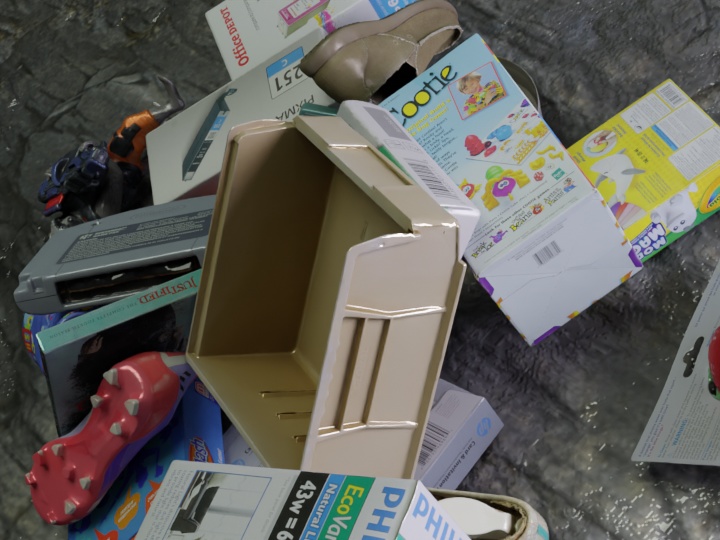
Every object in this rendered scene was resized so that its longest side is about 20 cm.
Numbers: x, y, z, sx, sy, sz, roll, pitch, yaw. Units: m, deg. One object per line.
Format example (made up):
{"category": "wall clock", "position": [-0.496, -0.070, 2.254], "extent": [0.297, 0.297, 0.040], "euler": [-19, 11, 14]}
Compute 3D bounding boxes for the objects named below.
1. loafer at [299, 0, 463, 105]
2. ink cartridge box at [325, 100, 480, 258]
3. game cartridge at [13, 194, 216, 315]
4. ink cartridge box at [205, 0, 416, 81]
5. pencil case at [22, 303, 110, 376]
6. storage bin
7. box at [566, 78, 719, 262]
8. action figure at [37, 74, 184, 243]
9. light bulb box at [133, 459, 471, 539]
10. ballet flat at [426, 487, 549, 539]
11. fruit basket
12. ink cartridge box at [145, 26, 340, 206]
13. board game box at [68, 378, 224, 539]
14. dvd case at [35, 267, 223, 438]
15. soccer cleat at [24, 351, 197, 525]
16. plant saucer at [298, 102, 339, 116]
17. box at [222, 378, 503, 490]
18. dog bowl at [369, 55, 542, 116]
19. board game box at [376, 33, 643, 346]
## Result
{"category": "loafer", "position": [0.025, -0.178, 1.398], "extent": [0.076, 0.068, 0.199], "euler": [-34, -5, 43]}
{"category": "ink cartridge box", "position": [0.000, 0.000, 1.205], "extent": [0.161, 0.050, 0.201], "euler": [51, 124, 48]}
{"category": "game cartridge", "position": [-0.173, -0.018, 1.352], "extent": [0.198, 0.042, 0.133], "euler": [-10, 17, 14]}
{"category": "ink cartridge box", "position": [-0.040, -0.241, 1.602], "extent": [0.199, 0.085, 0.145], "euler": [-33, 39, 6]}
{"category": "pencil case", "position": [-0.239, 0.058, 1.402], "extent": [0.200, 0.077, 0.088], "euler": [-167, 81, -71]}
{"category": "storage bin", "position": [-0.028, 0.019, 1.125], "extent": [0.093, 0.200, 0.200], "euler": [0, 26, -28]}
{"category": "box", "position": [0.192, -0.052, 1.275], "extent": [0.199, 0.048, 0.118], "euler": [-33, 40, 1]}
{"category": "action figure", "position": [-0.232, -0.093, 1.588], "extent": [0.194, 0.104, 0.200], "euler": [-54, 17, -13]}
{"category": "light bulb box", "position": [-0.019, 0.226, 1.035], "extent": [0.199, 0.198, 0.125], "euler": [-1, 53, 37]}
{"category": "ballet flat", "position": [0.029, 0.167, 1.117], "extent": [0.198, 0.062, 0.068], "euler": [0, 65, 12]}
{"category": "fruit basket", "position": [0.292, 0.058, 1.079], "extent": [0.199, 0.094, 0.186], "euler": [-10, 43, 51]}
{"category": "ink cartridge box", "position": [-0.089, -0.091, 1.417], "extent": [0.199, 0.045, 0.177], "euler": [-30, 50, 19]}
{"category": "board game box", "position": [-0.164, 0.198, 1.255], "extent": [0.152, 0.045, 0.201], "euler": [-43, 35, 25]}
{"category": "dvd case", "position": [-0.173, 0.077, 1.276], "extent": [0.145, 0.200, 0.022], "euler": [-22, 65, -17]}
{"category": "soccer cleat", "position": [-0.191, 0.131, 1.262], "extent": [0.067, 0.076, 0.200], "euler": [54, 131, 19]}
{"category": "plant saucer", "position": [-0.041, -0.037, 1.359], "extent": [0.069, 0.019, 0.202], "euler": [12, 90, 25]}
{"category": "box", "position": [-0.011, 0.133, 1.245], "extent": [0.199, 0.041, 0.156], "euler": [22, 67, 46]}
{"category": "dog bowl", "position": [0.070, -0.092, 1.394], "extent": [0.199, 0.059, 0.201], "euler": [-20, 41, 19]}
{"category": "board game box", "position": [0.106, -0.062, 1.222], "extent": [0.105, 0.103, 0.201], "euler": [-35, 47, 6]}
